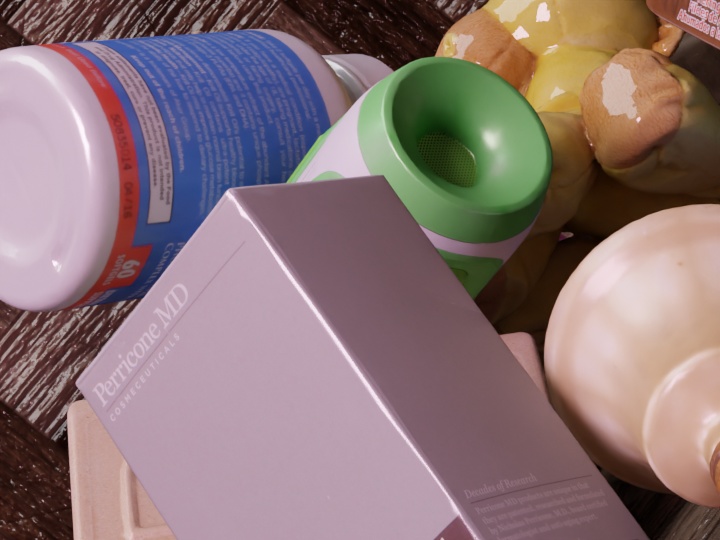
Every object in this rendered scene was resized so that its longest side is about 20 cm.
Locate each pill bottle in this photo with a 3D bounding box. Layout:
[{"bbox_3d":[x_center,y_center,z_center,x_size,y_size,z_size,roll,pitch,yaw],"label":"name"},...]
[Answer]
[{"bbox_3d":[-0.070,-0.047,1.227,0.200,0.112,0.112,-9,-29,-42],"label":"pill bottle"}]

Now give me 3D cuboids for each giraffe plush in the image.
[{"bbox_3d":[0.096,-0.073,1.254,0.200,0.162,0.173,-14,-34,-20],"label":"giraffe plush"}]

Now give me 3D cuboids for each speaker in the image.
[{"bbox_3d":[0.000,0.000,1.146,0.088,0.088,0.200,-53,1,-42],"label":"speaker"}]

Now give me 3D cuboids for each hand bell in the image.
[{"bbox_3d":[0.118,0.061,0.849,0.104,0.104,0.200,-50,15,14],"label":"hand bell"}]

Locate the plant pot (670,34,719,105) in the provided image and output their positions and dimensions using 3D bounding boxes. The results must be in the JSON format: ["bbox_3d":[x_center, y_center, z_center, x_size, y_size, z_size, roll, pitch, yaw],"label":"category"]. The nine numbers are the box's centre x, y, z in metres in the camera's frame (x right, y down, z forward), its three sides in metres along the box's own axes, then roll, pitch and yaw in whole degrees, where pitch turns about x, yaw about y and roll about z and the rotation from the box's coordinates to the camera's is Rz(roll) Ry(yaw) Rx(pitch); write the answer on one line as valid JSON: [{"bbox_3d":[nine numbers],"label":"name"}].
[{"bbox_3d":[0.200,-0.200,1.397,0.200,0.175,0.200,-36,6,5],"label":"plant pot"}]

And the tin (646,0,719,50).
[{"bbox_3d":[0.178,-0.091,1.027,0.200,0.112,0.042,-137,51,-64],"label":"tin"}]

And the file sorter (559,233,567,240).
[{"bbox_3d":[0.076,0.025,1.407,0.139,0.125,0.200,-52,2,-13],"label":"file sorter"}]

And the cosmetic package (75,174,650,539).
[{"bbox_3d":[0.008,0.075,0.917,0.090,0.200,0.107,-10,-35,-52],"label":"cosmetic package"}]

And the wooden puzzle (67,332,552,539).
[{"bbox_3d":[-0.012,0.104,1.048,0.200,0.185,0.046,-101,3,-54],"label":"wooden puzzle"}]

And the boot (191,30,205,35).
[{"bbox_3d":[-0.040,-0.056,1.416,0.073,0.155,0.200,-51,4,13],"label":"boot"}]
